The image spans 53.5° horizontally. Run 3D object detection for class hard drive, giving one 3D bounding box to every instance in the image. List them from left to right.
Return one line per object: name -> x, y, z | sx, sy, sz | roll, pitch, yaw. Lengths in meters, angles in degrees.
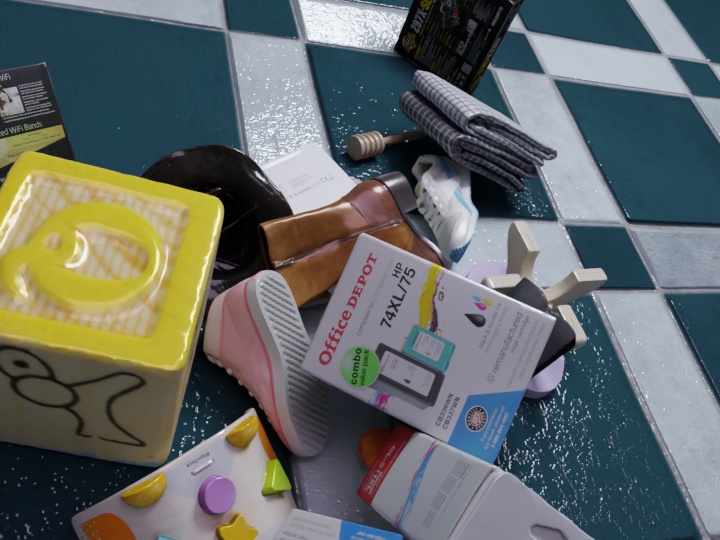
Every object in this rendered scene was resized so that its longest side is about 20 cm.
hard drive -> -0.046, -0.072, 0.916 | 0.132, 0.027, 0.200 | -30, 68, -32

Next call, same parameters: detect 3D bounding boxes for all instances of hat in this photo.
hat -> -0.172, -0.047, 0.843 | 0.199, 0.202, 0.081 | 15, 7, -11

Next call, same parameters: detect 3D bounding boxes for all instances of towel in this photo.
towel -> 0.170, -0.205, 1.067 | 0.199, 0.086, 0.166 | 17, 23, -38

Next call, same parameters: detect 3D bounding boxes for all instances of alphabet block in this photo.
alphabet block -> -0.247, 0.043, 0.668 | 0.194, 0.200, 0.197 | 12, 51, -12

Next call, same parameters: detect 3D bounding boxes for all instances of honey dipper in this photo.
honey dipper -> 0.066, -0.206, 1.104 | 0.199, 0.038, 0.038 | -19, 63, -35

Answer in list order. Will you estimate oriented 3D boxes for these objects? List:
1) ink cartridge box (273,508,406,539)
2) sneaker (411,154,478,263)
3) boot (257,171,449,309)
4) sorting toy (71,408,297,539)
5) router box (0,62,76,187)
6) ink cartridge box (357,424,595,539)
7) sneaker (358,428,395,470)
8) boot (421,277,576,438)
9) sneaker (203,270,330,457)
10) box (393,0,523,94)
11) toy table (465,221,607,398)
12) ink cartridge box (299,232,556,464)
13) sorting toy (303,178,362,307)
ink cartridge box -> -0.042, 0.307, 0.565 | 0.085, 0.145, 0.200 | 55, 51, -26
sneaker -> 0.114, -0.088, 1.009 | 0.080, 0.077, 0.201 | 15, 41, -14
boot -> 0.000, 0.000, 0.823 | 0.199, 0.068, 0.189 | -28, 104, -29
sorting toy -> -0.122, 0.247, 0.654 | 0.199, 0.107, 0.181 | -28, 87, -36
router box -> -0.416, -0.124, 0.765 | 0.199, 0.158, 0.052 | -24, 24, -36
ink cartridge box -> 0.098, 0.217, 0.605 | 0.145, 0.200, 0.083 | 39, 78, -11
sneaker -> 0.092, 0.220, 0.759 | 0.199, 0.077, 0.073 | 27, 50, 1
boot -> 0.119, 0.075, 0.813 | 0.165, 0.200, 0.066 | 53, 8, 9
sneaker -> -0.105, 0.107, 0.776 | 0.075, 0.104, 0.202 | -20, 92, -56
box -> 0.159, -0.410, 1.190 | 0.159, 0.200, 0.049 | 39, 51, 11
toy table -> 0.216, 0.046, 0.918 | 0.183, 0.117, 0.201 | -14, 60, -31
ink cartridge box -> 0.069, 0.076, 0.718 | 0.199, 0.146, 0.148 | 24, 88, 13
sorting toy -> -0.046, -0.045, 0.931 | 0.199, 0.037, 0.186 | -8, 58, -27
